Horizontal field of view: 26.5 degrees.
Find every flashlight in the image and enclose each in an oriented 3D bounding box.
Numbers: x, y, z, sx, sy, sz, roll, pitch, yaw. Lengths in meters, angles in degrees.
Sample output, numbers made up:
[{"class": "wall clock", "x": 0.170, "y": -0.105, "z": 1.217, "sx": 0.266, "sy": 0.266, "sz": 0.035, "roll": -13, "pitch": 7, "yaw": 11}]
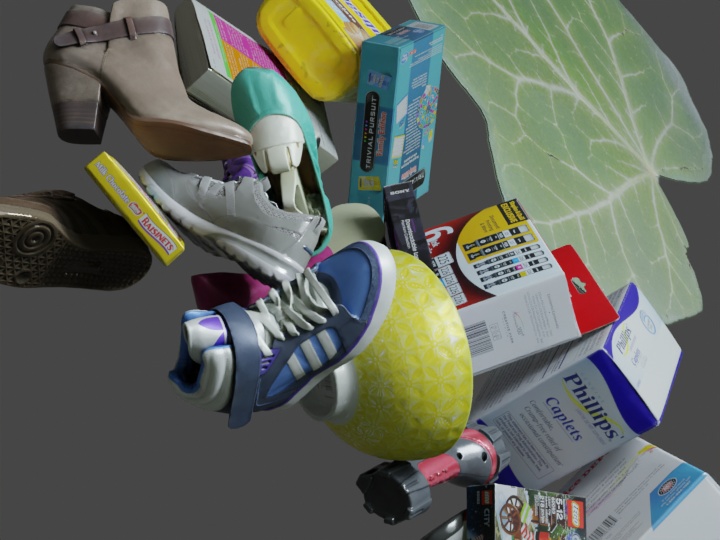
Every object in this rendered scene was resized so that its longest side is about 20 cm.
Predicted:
[{"class": "flashlight", "x": 0.077, "y": 0.200, "z": 1.488, "sx": 0.200, "sy": 0.068, "sz": 0.068, "roll": -17, "pitch": 88, "yaw": -60}]

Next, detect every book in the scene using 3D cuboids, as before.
[{"class": "book", "x": -0.112, "y": -0.201, "z": 1.656, "sx": 0.200, "sy": 0.048, "sz": 0.134, "roll": 30, "pitch": 33, "yaw": -38}]

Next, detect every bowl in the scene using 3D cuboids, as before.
[{"class": "bowl", "x": 0.000, "y": 0.088, "z": 1.396, "sx": 0.108, "sy": 0.200, "sz": 0.200, "roll": -13, "pitch": 68, "yaw": -33}]

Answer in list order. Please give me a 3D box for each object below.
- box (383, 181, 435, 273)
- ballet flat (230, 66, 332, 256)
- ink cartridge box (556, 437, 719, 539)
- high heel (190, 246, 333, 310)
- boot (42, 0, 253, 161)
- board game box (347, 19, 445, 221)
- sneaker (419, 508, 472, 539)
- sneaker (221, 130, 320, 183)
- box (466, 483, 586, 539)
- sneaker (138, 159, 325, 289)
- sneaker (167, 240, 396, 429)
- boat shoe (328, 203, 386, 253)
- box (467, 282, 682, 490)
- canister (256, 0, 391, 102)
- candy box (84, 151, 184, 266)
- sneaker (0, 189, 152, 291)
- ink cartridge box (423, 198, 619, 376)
[{"class": "box", "x": 0.057, "y": 0.028, "z": 1.588, "sx": 0.143, "sy": 0.036, "sz": 0.200, "roll": 87, "pitch": -6, "yaw": -53}, {"class": "ballet flat", "x": -0.067, "y": -0.094, "z": 1.421, "sx": 0.070, "sy": 0.067, "sz": 0.200, "roll": -103, "pitch": 175, "yaw": -56}, {"class": "ink cartridge box", "x": 0.300, "y": 0.280, "z": 1.563, "sx": 0.146, "sy": 0.147, "sz": 0.200, "roll": 47, "pitch": -6, "yaw": -15}, {"class": "high heel", "x": -0.088, "y": 0.000, "z": 1.446, "sx": 0.096, "sy": 0.067, "sz": 0.200, "roll": 59, "pitch": 30, "yaw": -15}, {"class": "boot", "x": -0.192, "y": -0.180, "z": 1.401, "sx": 0.199, "sy": 0.070, "sz": 0.147, "roll": 6, "pitch": 63, "yaw": -5}, {"class": "board game box", "x": 0.040, "y": -0.169, "z": 1.716, "sx": 0.047, "sy": 0.200, "sz": 0.151, "roll": 13, "pitch": 22, "yaw": 19}, {"class": "sneaker", "x": 0.136, "y": 0.283, "z": 1.485, "sx": 0.201, "sy": 0.067, "sz": 0.108, "roll": -1, "pitch": 57, "yaw": -59}, {"class": "sneaker", "x": -0.113, "y": -0.093, "z": 1.530, "sx": 0.083, "sy": 0.081, "sz": 0.200, "roll": 25, "pitch": 33, "yaw": 8}, {"class": "box", "x": 0.158, "y": 0.307, "z": 1.435, "sx": 0.136, "sy": 0.038, "sz": 0.201, "roll": 14, "pitch": 70, "yaw": -41}, {"class": "sneaker", "x": -0.115, "y": -0.054, "z": 1.388, "sx": 0.200, "sy": 0.082, "sz": 0.075, "roll": 32, "pitch": -11, "yaw": 25}, {"class": "sneaker", "x": -0.075, "y": 0.047, "z": 1.284, "sx": 0.146, "sy": 0.200, "sz": 0.081, "roll": 11, "pitch": 39, "yaw": -49}, {"class": "boat shoe", "x": -0.003, "y": 0.000, "z": 1.590, "sx": 0.202, "sy": 0.073, "sz": 0.063, "roll": -103, "pitch": -175, "yaw": -53}, {"class": "box", "x": 0.228, "y": 0.131, "z": 1.645, "sx": 0.105, "sy": 0.200, "sz": 0.184, "roll": 52, "pitch": 29, "yaw": -7}, {"class": "canister", "x": -0.026, "y": -0.258, "z": 1.758, "sx": 0.149, "sy": 0.087, "sz": 0.200, "roll": 51, "pitch": 18, "yaw": 8}, {"class": "candy box", "x": -0.189, "y": -0.053, "z": 1.298, "sx": 0.102, "sy": 0.026, "sz": 0.200, "roll": 49, "pitch": -3, "yaw": -7}, {"class": "sneaker", "x": -0.260, "y": -0.031, "z": 1.248, "sx": 0.200, "sy": 0.070, "sz": 0.076, "roll": 19, "pitch": 28, "yaw": -54}, {"class": "ink cartridge box", "x": 0.161, "y": 0.007, "z": 1.635, "sx": 0.200, "sy": 0.175, "sz": 0.084, "roll": -111, "pitch": -178, "yaw": -63}]
